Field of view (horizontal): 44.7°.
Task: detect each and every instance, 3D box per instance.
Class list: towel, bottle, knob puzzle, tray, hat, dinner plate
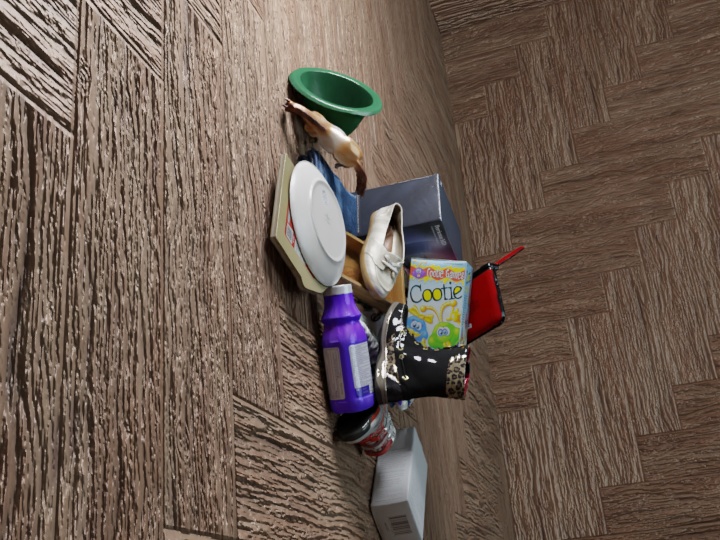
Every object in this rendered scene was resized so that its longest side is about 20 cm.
[{"bbox_3d":[-0.053,-0.120,1.530,0.200,0.048,0.112,52,30,-62],"label":"towel"},{"bbox_3d":[-0.024,0.124,1.393,0.083,0.065,0.201,-6,88,-68],"label":"bottle"},{"bbox_3d":[-0.092,-0.049,1.342,0.220,0.030,0.220,-14,90,-74],"label":"knob puzzle"},{"bbox_3d":[0.000,0.000,1.516,0.200,0.037,0.099,29,47,-39],"label":"tray"},{"bbox_3d":[-0.060,-0.251,1.583,0.166,0.199,0.176,53,-48,39],"label":"hat"},{"bbox_3d":[-0.058,-0.075,1.370,0.200,0.024,0.201,-13,90,-72],"label":"dinner plate"}]

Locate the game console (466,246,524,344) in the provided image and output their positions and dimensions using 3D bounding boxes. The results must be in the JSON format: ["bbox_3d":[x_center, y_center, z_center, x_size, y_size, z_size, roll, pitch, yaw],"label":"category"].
[{"bbox_3d":[0.232,0.062,1.688,0.118,0.200,0.173,8,60,-32],"label":"game console"}]

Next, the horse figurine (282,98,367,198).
[{"bbox_3d":[-0.049,-0.214,1.484,0.200,0.050,0.133,45,-6,-3],"label":"horse figurine"}]

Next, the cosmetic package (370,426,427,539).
[{"bbox_3d":[0.072,0.386,1.582,0.200,0.074,0.102,-78,154,-62],"label":"cosmetic package"}]

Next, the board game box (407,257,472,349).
[{"bbox_3d":[0.140,0.085,1.584,0.105,0.103,0.201,25,70,-75],"label":"board game box"}]

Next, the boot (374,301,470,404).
[{"bbox_3d":[0.106,0.136,1.446,0.200,0.150,0.073,-76,161,-45],"label":"boot"}]

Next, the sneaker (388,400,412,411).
[{"bbox_3d":[0.074,0.196,1.713,0.200,0.080,0.147,61,17,-65],"label":"sneaker"}]

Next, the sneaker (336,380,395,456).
[{"bbox_3d":[0.017,0.269,1.458,0.201,0.067,0.108,-62,136,-73],"label":"sneaker"}]

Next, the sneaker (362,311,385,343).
[{"bbox_3d":[0.039,0.151,1.624,0.074,0.088,0.200,-38,139,-33],"label":"sneaker"}]

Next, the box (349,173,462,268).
[{"bbox_3d":[0.086,-0.069,1.734,0.200,0.198,0.124,59,23,-52],"label":"box"}]

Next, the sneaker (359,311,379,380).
[{"bbox_3d":[0.002,0.124,1.523,0.081,0.075,0.200,-100,170,-45],"label":"sneaker"}]

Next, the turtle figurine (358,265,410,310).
[{"bbox_3d":[0.056,0.029,1.678,0.150,0.101,0.200,42,18,29],"label":"turtle figurine"}]

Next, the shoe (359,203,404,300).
[{"bbox_3d":[0.042,-0.038,1.518,0.070,0.053,0.200,38,41,-33],"label":"shoe"}]
